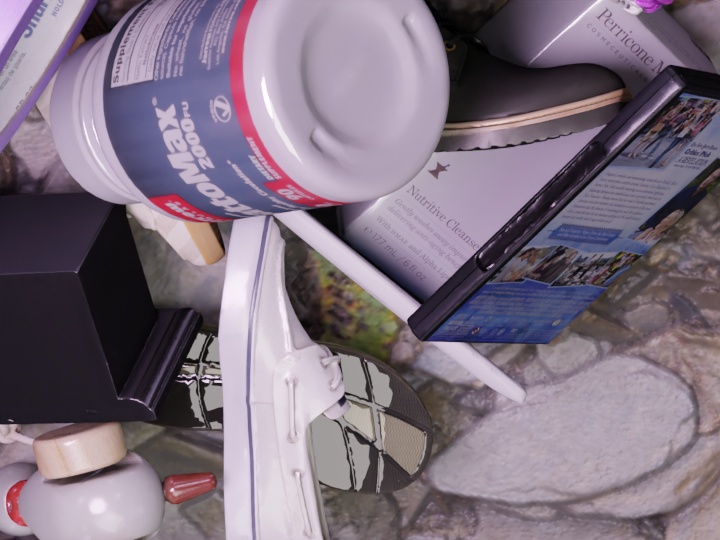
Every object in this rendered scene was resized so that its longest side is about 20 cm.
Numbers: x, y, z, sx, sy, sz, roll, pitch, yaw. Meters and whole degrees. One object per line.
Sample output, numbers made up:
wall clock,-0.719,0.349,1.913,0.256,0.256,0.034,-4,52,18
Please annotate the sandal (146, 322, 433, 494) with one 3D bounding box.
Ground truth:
sandal,-0.052,0.067,1.601,0.200,0.057,0.080,18,99,1

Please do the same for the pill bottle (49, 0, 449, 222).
pill bottle,-0.062,-0.085,1.371,0.120,0.120,0.200,43,151,-28

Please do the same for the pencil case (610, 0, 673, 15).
pencil case,0.065,-0.178,1.368,0.199,0.085,0.093,6,82,13

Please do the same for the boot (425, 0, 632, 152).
boot,0.036,-0.128,1.429,0.199,0.077,0.139,-4,91,15

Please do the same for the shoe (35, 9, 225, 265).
shoe,-0.138,-0.080,1.490,0.053,0.070,0.200,-28,113,10

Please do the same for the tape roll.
tape roll,-0.178,-0.127,1.329,0.065,0.200,0.200,31,114,-1

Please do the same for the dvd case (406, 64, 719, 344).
dvd case,0.128,-0.030,1.457,0.200,0.018,0.142,-44,156,23

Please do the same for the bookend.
bookend,-0.210,-0.023,1.462,0.198,0.092,0.201,-3,124,19

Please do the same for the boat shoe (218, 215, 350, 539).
boat shoe,-0.040,0.066,1.534,0.069,0.071,0.201,0,100,5

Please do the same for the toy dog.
toy dog,-0.145,0.121,1.553,0.096,0.200,0.132,-11,113,-21

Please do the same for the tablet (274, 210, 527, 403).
tablet,0.000,0.000,1.523,0.200,0.130,0.014,38,89,-26

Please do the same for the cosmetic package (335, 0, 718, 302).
cosmetic package,0.092,-0.071,1.518,0.113,0.081,0.200,38,111,-24
